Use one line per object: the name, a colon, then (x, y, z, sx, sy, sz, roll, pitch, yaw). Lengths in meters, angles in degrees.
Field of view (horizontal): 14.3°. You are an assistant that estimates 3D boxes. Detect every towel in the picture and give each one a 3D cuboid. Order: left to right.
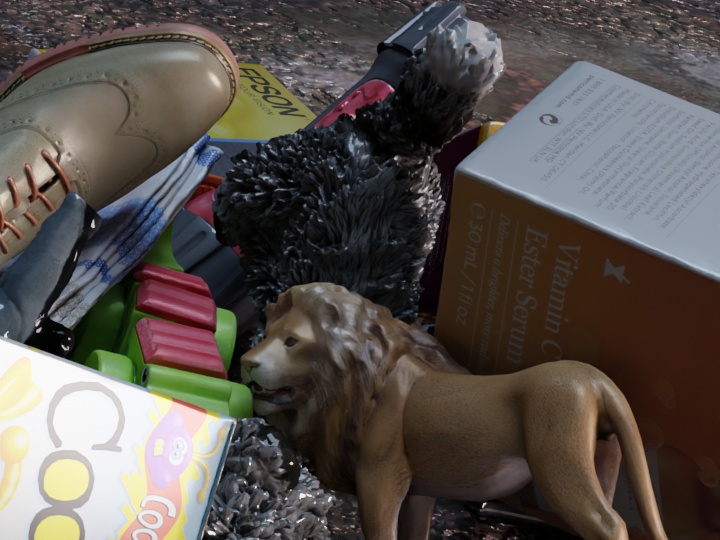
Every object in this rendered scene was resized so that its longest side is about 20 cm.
towel: (-0.162, -0.001, 1.192, 0.147, 0.024, 0.200, -1, 33, 30)

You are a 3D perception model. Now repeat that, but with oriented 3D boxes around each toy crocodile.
toy crocodile: (-0.080, 0.033, 1.170, 0.067, 0.062, 0.200, 15, 19, -14)

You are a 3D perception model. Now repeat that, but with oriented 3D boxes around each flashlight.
flashlight: (-0.015, -0.050, 1.358, 0.200, 0.068, 0.068, -41, 62, -14)

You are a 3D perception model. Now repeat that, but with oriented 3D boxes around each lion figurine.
lion figurine: (0.046, 0.065, 1.103, 0.200, 0.123, 0.072, 0, -5, 28)

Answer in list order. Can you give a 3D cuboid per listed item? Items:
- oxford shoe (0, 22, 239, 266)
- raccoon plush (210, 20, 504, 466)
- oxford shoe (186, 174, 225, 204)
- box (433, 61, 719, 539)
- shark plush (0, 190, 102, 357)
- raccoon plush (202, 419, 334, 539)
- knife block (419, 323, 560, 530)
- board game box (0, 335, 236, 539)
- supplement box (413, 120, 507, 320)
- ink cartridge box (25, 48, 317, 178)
oxford shoe: (-0.136, -0.030, 1.139, 0.200, 0.071, 0.074, -28, 31, 9)
raccoon plush: (0.000, 0.000, 1.224, 0.097, 0.200, 0.134, 0, 60, -20)
oxford shoe: (-0.141, -0.025, 1.365, 0.200, 0.071, 0.073, -3, 22, -37)
box: (0.138, 0.033, 1.137, 0.200, 0.152, 0.106, 23, 39, 23)
shark plush: (-0.162, 0.054, 0.990, 0.083, 0.200, 0.091, 55, -2, -43)
raccoon plush: (-0.094, 0.129, 1.018, 0.200, 0.097, 0.134, -7, 29, 17)
knife block: (0.125, 0.072, 1.296, 0.200, 0.064, 0.176, -7, 31, -41)
board game box: (-0.154, 0.061, 0.898, 0.105, 0.103, 0.200, 11, -9, 45)
supplement box: (0.087, -0.013, 1.354, 0.110, 0.086, 0.200, 11, -3, -7)
ink cartridge box: (-0.057, -0.062, 1.541, 0.200, 0.047, 0.198, -1, 25, -28)
